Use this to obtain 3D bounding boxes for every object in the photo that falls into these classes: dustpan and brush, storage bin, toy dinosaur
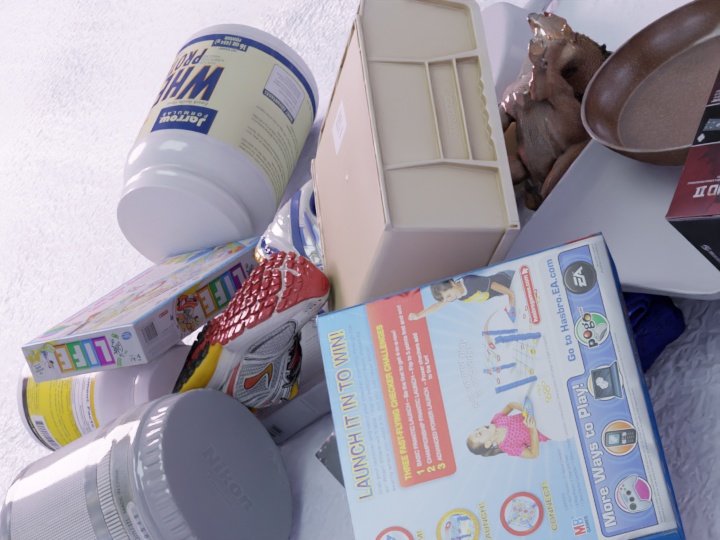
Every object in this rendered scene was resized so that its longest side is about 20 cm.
[{"bbox_3d":[0.127,-0.199,1.591,0.139,0.057,0.202,-8,57,65],"label":"dustpan and brush"},{"bbox_3d":[0.032,-0.066,1.361,0.200,0.093,0.200,111,156,-59],"label":"storage bin"},{"bbox_3d":[0.150,-0.103,1.424,0.085,0.135,0.202,-3,89,44],"label":"toy dinosaur"}]

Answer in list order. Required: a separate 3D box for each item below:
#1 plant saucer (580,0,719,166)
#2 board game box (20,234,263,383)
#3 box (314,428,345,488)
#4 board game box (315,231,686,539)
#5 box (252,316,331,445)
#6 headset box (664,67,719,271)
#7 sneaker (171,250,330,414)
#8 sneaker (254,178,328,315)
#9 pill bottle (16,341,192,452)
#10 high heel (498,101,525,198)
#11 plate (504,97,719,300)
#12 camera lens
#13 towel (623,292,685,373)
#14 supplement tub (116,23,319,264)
[{"bbox_3d":[0.253,-0.134,1.327,0.199,0.035,0.201,-24,30,15],"label":"plant saucer"},{"bbox_3d":[-0.169,0.030,1.576,0.134,0.035,0.200,-11,16,38],"label":"board game box"},{"bbox_3d":[0.074,0.136,1.268,0.137,0.038,0.200,-52,52,8],"label":"box"},{"bbox_3d":[0.085,0.101,1.181,0.194,0.056,0.202,-16,64,11],"label":"board game box"},{"bbox_3d":[-0.052,0.047,1.587,0.144,0.036,0.201,-33,38,28],"label":"box"},{"bbox_3d":[0.279,-0.061,1.165,0.077,0.149,0.201,-3,57,50],"label":"headset box"},{"bbox_3d":[-0.070,0.054,1.463,0.200,0.082,0.078,-45,20,51],"label":"sneaker"},{"bbox_3d":[0.000,0.000,1.473,0.200,0.075,0.089,38,100,32],"label":"sneaker"},{"bbox_3d":[-0.206,0.108,1.648,0.199,0.112,0.113,-3,56,49],"label":"pill bottle"},{"bbox_3d":[0.072,-0.084,1.523,0.201,0.071,0.142,-58,34,0],"label":"high heel"},{"bbox_3d":[0.216,-0.047,1.294,0.198,0.032,0.200,5,45,45],"label":"plate"},{"bbox_3d":[-0.172,0.195,1.474,0.199,0.160,0.161,-28,39,33],"label":"camera lens"},{"bbox_3d":[0.125,0.063,1.332,0.200,0.049,0.148,-46,34,11],"label":"towel"},{"bbox_3d":[-0.130,-0.108,1.717,0.144,0.145,0.201,-19,39,41],"label":"supplement tub"}]
